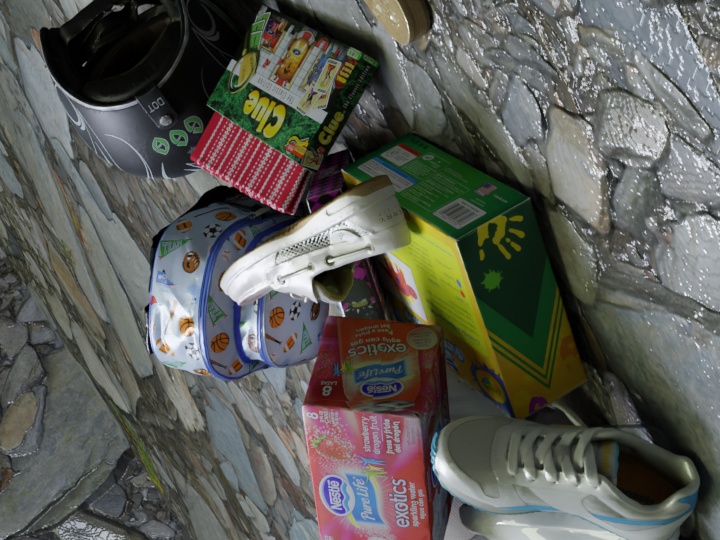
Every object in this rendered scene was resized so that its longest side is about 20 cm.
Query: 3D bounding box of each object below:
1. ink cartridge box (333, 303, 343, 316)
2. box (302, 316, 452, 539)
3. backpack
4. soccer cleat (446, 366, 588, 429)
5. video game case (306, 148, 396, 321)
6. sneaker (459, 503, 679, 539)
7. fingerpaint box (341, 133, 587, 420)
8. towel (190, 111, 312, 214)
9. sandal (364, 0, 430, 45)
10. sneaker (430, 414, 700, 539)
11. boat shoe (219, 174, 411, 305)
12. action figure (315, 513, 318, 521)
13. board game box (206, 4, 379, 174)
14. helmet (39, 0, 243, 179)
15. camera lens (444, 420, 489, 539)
[{"bbox_3d":[0.022,0.084,1.801,0.163,0.050,0.201,53,158,25],"label":"ink cartridge box"},{"bbox_3d":[0.017,0.143,1.458,0.100,0.095,0.201,-74,-16,-45],"label":"box"},{"bbox_3d":[-0.122,0.023,1.818,0.153,0.190,0.202,6,104,36],"label":"backpack"},{"bbox_3d":[0.125,0.111,1.486,0.199,0.069,0.078,34,170,27],"label":"soccer cleat"},{"bbox_3d":[0.000,0.000,1.584,0.200,0.036,0.183,-85,-22,-76],"label":"video game case"},{"bbox_3d":[0.159,0.225,1.460,0.199,0.073,0.085,3,94,42],"label":"sneaker"},{"bbox_3d":[0.081,0.001,1.453,0.200,0.073,0.168,35,149,59],"label":"fingerpaint box"},{"bbox_3d":[-0.072,-0.134,1.595,0.022,0.145,0.200,27,-178,-32],"label":"towel"},{"bbox_3d":[-0.035,-0.243,1.390,0.212,0.069,0.078,53,162,23],"label":"sandal"},{"bbox_3d":[0.151,0.142,1.356,0.081,0.198,0.077,110,171,-60],"label":"sneaker"},{"bbox_3d":[-0.036,-0.004,1.440,0.200,0.071,0.070,-31,87,46],"label":"boat shoe"},{"bbox_3d":[-0.014,0.157,1.858,0.194,0.104,0.201,-100,-16,-57],"label":"action figure"},{"bbox_3d":[-0.061,-0.156,1.556,0.023,0.105,0.200,25,-175,-33],"label":"board game box"},{"bbox_3d":[-0.193,-0.183,1.742,0.200,0.200,0.191,51,-178,27],"label":"helmet"},{"bbox_3d":[0.083,0.232,1.673,0.200,0.159,0.161,46,158,36],"label":"camera lens"}]
